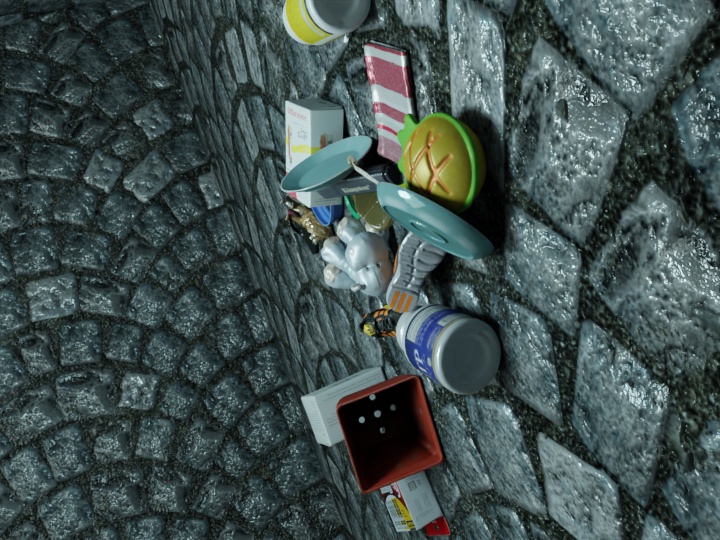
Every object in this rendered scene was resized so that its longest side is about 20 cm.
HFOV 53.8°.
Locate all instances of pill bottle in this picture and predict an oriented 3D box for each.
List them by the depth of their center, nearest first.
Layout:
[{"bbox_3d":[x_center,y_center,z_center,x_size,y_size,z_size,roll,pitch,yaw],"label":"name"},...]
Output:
[{"bbox_3d":[0.138,0.122,1.194,0.199,0.117,0.123,-159,51,-68],"label":"pill bottle"},{"bbox_3d":[-0.066,-0.453,1.221,0.199,0.112,0.117,22,130,67],"label":"pill bottle"}]

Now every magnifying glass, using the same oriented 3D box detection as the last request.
[{"bbox_3d":[-0.036,-0.202,1.564,0.203,0.022,0.080,61,161,25],"label":"magnifying glass"}]

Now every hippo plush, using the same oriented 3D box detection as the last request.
[{"bbox_3d":[0.000,0.000,1.368,0.161,0.155,0.206,-88,-17,-81],"label":"hippo plush"}]

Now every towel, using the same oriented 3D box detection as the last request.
[{"bbox_3d":[0.054,-0.274,1.195,0.144,0.022,0.205,42,147,56],"label":"towel"}]

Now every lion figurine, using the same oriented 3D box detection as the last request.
[{"bbox_3d":[-0.139,-0.152,1.843,0.074,0.120,0.202,-60,26,27],"label":"lion figurine"}]

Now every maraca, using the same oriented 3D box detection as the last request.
[{"bbox_3d":[0.106,-0.155,1.007,0.199,0.104,0.141,33,127,56],"label":"maraca"}]

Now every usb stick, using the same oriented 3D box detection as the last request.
[{"bbox_3d":[-0.011,-0.167,1.343,0.196,0.033,0.056,-2,141,43],"label":"usb stick"}]

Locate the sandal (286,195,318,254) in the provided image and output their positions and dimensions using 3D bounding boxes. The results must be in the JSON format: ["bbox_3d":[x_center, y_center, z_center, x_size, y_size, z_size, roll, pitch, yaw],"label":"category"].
[{"bbox_3d":[-0.176,-0.133,2.028,0.076,0.044,0.204,106,141,-63],"label":"sandal"}]

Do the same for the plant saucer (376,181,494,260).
[{"bbox_3d":[0.104,-0.066,1.040,0.197,0.028,0.200,31,177,2],"label":"plant saucer"}]

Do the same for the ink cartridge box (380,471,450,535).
[{"bbox_3d":[0.132,0.596,1.784,0.179,0.082,0.201,65,162,15],"label":"ink cartridge box"}]

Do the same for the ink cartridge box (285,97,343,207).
[{"bbox_3d":[-0.101,-0.255,1.518,0.145,0.081,0.206,36,129,57],"label":"ink cartridge box"}]

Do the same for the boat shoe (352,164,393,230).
[{"bbox_3d":[0.018,-0.149,1.391,0.074,0.062,0.201,-54,48,17],"label":"boat shoe"}]

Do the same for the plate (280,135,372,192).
[{"bbox_3d":[-0.062,-0.196,1.355,0.026,0.198,0.200,61,168,-25],"label":"plate"}]

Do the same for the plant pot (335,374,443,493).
[{"bbox_3d":[0.053,0.349,1.614,0.176,0.195,0.206,-158,49,-82],"label":"plant pot"}]

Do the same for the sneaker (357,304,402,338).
[{"bbox_3d":[0.054,0.117,1.499,0.072,0.088,0.200,71,163,-4],"label":"sneaker"}]

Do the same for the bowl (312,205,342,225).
[{"bbox_3d":[-0.095,-0.211,1.701,0.204,0.038,0.203,91,155,-49],"label":"bowl"}]

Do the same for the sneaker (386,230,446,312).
[{"bbox_3d":[0.095,-0.035,1.229,0.113,0.076,0.203,-80,14,-55],"label":"sneaker"}]

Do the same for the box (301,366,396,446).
[{"bbox_3d":[-0.031,0.351,1.835,0.134,0.194,0.200,68,163,5],"label":"box"}]

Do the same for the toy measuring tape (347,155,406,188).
[{"bbox_3d":[0.074,-0.144,1.125,0.198,0.074,0.074,36,154,9],"label":"toy measuring tape"}]
